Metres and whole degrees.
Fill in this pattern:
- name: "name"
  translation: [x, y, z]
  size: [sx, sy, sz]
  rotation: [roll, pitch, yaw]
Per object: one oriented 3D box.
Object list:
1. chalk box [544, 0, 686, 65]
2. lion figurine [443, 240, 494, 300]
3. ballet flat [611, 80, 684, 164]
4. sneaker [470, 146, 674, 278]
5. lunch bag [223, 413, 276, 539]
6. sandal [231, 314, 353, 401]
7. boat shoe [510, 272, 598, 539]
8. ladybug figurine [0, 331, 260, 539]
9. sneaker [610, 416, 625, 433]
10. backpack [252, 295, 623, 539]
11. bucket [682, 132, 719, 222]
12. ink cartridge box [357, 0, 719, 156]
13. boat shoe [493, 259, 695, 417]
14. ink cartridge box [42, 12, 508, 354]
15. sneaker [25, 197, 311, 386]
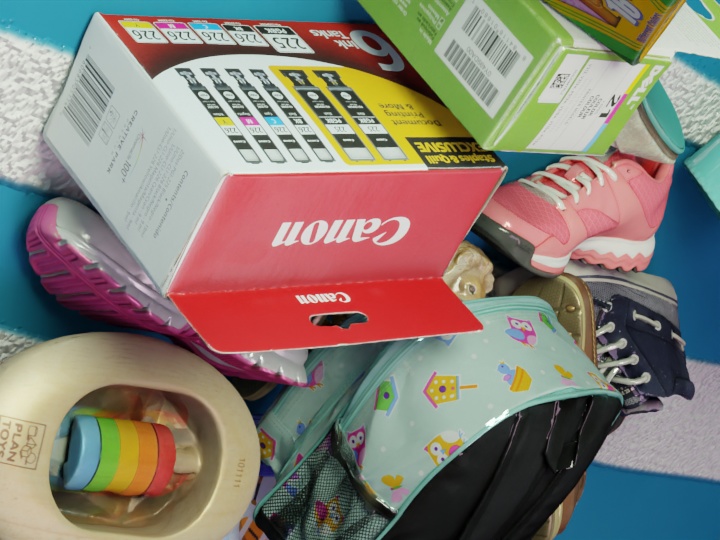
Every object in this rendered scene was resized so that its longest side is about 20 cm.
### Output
- name: "chalk box"
  translation: [0.098, -0.219, 1.056]
  size: [0.125, 0.200, 0.124]
  rotation: [-51, 175, -12]
- name: "lion figurine"
  translation: [0.045, 0.051, 1.451]
  size: [0.122, 0.072, 0.200]
  rotation: [-45, 162, -5]
- name: "ballet flat"
  translation: [0.144, -0.119, 1.351]
  size: [0.062, 0.068, 0.200]
  rotation: [-18, 149, 18]
- name: "sneaker"
  translation: [0.137, -0.051, 1.420]
  size: [0.200, 0.074, 0.087]
  rotation: [-3, 123, -53]
- name: "lunch bag"
  translation: [-0.104, 0.157, 1.350]
  size: [0.200, 0.075, 0.161]
  rotation: [10, 79, -53]
- name: "sandal"
  translation: [0.001, 0.003, 1.309]
  size: [0.069, 0.078, 0.212]
  rotation: [19, 115, -24]
- name: "boat shoe"
  translation: [0.125, 0.089, 1.465]
  size: [0.067, 0.072, 0.201]
  rotation: [-25, 127, -49]
- name: "ladybug figurine"
  translation: [-0.147, 0.099, 1.207]
  size: [0.200, 0.072, 0.136]
  rotation: [16, 86, -41]
- name: "sneaker"
  translation: [0.136, 0.118, 1.585]
  size: [0.200, 0.098, 0.071]
  rotation: [1, 128, -48]
- name: "backpack"
  translation: [0.047, 0.097, 1.290]
  size: [0.175, 0.154, 0.200]
  rotation: [-1, 144, -48]
- name: "bucket"
  translation: [0.323, -0.038, 1.493]
  size: [0.135, 0.208, 0.207]
  rotation: [-33, 149, 8]
- name: "ink cartridge box"
  translation: [0.113, -0.136, 1.198]
  size: [0.200, 0.148, 0.076]
  rotation: [0, 133, -46]
- name: "boat shoe"
  translation: [0.170, 0.048, 1.519]
  size: [0.075, 0.093, 0.200]
  rotation: [-27, 158, 34]
- name: "ink cartridge box"
  translation: [-0.031, -0.048, 1.135]
  size: [0.200, 0.176, 0.084]
  rotation: [-4, 134, -43]
- name: "sneaker"
  translation: [-0.100, -0.005, 1.218]
  size: [0.200, 0.081, 0.089]
  rotation: [28, 74, -43]
